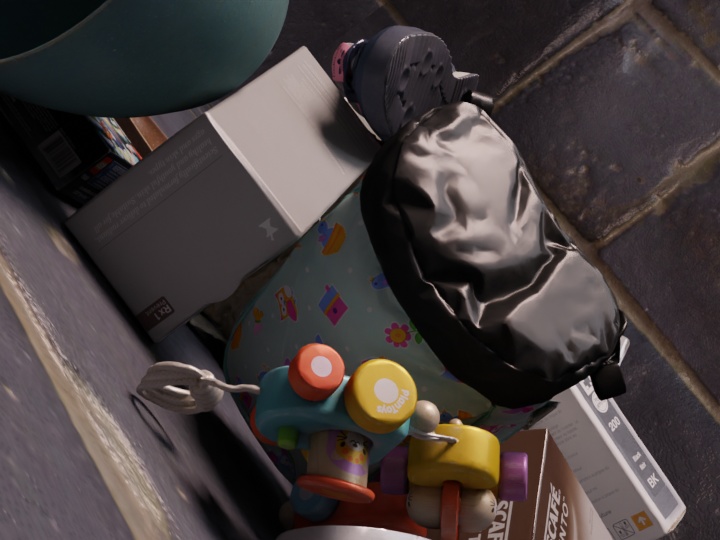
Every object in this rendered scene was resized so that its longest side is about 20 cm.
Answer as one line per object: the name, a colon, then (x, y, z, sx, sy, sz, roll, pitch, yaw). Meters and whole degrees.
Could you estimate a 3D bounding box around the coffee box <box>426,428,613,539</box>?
coffee box: (0.098, 0.196, 1.026, 0.200, 0.079, 0.115, 57, 34, -40)

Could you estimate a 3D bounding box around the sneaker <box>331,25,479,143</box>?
sneaker: (0.012, -0.111, 1.087, 0.082, 0.070, 0.200, 23, 1, 13)

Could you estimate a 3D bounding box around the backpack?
backpack: (0.021, 0.029, 0.919, 0.167, 0.126, 0.200, 63, -36, 14)

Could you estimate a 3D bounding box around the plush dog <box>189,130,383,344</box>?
plush dog: (0.000, 0.000, 1.144, 0.200, 0.172, 0.160, 37, 3, 3)

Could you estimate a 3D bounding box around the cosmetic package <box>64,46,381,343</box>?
cosmetic package: (-0.068, -0.047, 1.003, 0.090, 0.107, 0.200, 53, 19, -3)

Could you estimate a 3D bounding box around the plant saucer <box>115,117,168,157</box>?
plant saucer: (-0.134, -0.050, 1.325, 0.201, 0.037, 0.200, 55, 1, -2)

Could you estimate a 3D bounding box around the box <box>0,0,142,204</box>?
box: (-0.197, -0.126, 1.043, 0.200, 0.040, 0.137, 54, 1, 7)

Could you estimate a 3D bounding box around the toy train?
toy train: (-0.009, 0.100, 0.833, 0.200, 0.150, 0.056, 41, 45, -49)

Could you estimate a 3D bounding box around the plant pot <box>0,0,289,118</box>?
plant pot: (-0.113, -0.156, 0.928, 0.135, 0.200, 0.200, 39, 12, -46)

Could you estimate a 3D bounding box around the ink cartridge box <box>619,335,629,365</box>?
ink cartridge box: (0.065, 0.085, 1.294, 0.199, 0.200, 0.041, 25, 40, 9)

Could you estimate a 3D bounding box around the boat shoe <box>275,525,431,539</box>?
boat shoe: (0.034, 0.175, 0.841, 0.200, 0.071, 0.070, 35, 50, -42)

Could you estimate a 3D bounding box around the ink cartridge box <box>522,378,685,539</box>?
ink cartridge box: (0.087, 0.125, 1.246, 0.200, 0.198, 0.043, 56, 36, -3)

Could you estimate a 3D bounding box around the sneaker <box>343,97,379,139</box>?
sneaker: (0.025, -0.062, 1.217, 0.199, 0.074, 0.079, 20, 10, -5)
